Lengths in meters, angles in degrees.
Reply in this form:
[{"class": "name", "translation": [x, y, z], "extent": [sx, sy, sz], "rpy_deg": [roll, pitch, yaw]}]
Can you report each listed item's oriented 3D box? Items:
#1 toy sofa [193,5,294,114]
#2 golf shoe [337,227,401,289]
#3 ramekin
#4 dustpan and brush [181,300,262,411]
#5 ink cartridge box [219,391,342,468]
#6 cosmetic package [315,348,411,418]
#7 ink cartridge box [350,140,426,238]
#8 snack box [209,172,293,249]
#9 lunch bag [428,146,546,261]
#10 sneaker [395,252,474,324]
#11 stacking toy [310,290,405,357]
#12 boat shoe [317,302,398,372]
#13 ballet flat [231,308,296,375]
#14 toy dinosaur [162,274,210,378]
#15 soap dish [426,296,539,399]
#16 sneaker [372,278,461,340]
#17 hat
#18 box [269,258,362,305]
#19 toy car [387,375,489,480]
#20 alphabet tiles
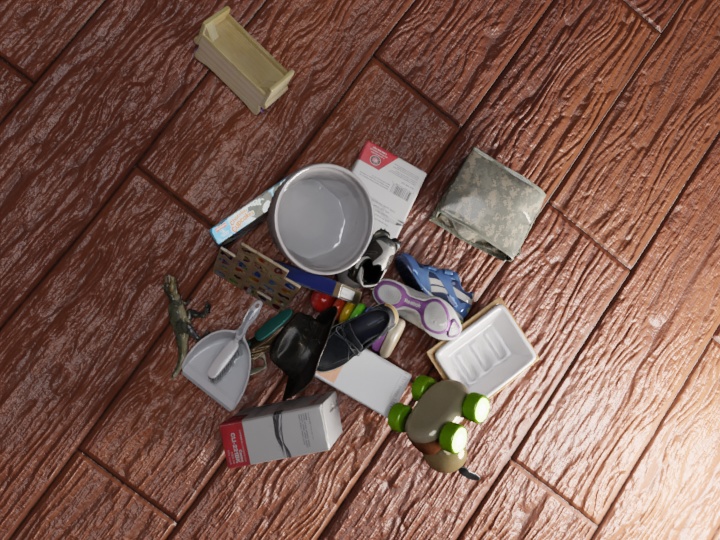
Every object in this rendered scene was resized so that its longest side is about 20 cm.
[{"class": "toy sofa", "translation": [-0.240, -0.427, 1.424], "extent": [0.200, 0.098, 0.083], "rpy_deg": [43, 56, -4]}, {"class": "golf shoe", "translation": [0.000, 0.000, 1.363], "extent": [0.077, 0.200, 0.095], "rpy_deg": [29, 51, -11]}, {"class": "ramekin", "translation": [-0.082, -0.097, 1.302], "extent": [0.197, 0.105, 0.204], "rpy_deg": [-2, 95, -24]}, {"class": "dustpan and brush", "translation": [-0.243, 0.146, 1.328], "extent": [0.139, 0.057, 0.201], "rpy_deg": [33, 79, 14]}, {"class": "ink cartridge box", "translation": [-0.144, 0.298, 1.312], "extent": [0.197, 0.144, 0.085], "rpy_deg": [-14, 88, 8]}, {"class": "cosmetic package", "translation": [-0.008, 0.206, 1.412], "extent": [0.198, 0.071, 0.103], "rpy_deg": [30, 81, -7]}, {"class": "ink cartridge box", "translation": [0.026, -0.139, 1.436], "extent": [0.143, 0.084, 0.202], "rpy_deg": [27, 82, -7]}, {"class": "snack box", "translation": [-0.207, -0.114, 1.379], "extent": [0.199, 0.116, 0.037], "rpy_deg": [-36, 92, -10]}, {"class": "lunch bag", "translation": [0.273, -0.132, 1.462], "extent": [0.198, 0.118, 0.166], "rpy_deg": [30, 81, -1]}, {"class": "sneaker", "translation": [0.156, 0.024, 1.455], "extent": [0.200, 0.074, 0.083], "rpy_deg": [42, 78, -11]}, {"class": "stacking toy", "translation": [-0.011, 0.093, 1.412], "extent": [0.198, 0.085, 0.086], "rpy_deg": [29, 82, 10]}, {"class": "boat shoe", "translation": [-0.016, 0.128, 1.337], "extent": [0.198, 0.062, 0.075], "rpy_deg": [-32, 84, 6]}, {"class": "ballet flat", "translation": [-0.200, 0.159, 1.392], "extent": [0.199, 0.068, 0.073], "rpy_deg": [-36, 112, -10]}, {"class": "toy dinosaur", "translation": [-0.341, 0.106, 1.378], "extent": [0.086, 0.047, 0.204], "rpy_deg": [-7, 87, 5]}, {"class": "soap dish", "translation": [0.252, 0.177, 1.453], "extent": [0.199, 0.081, 0.158], "rpy_deg": [-35, 92, -11]}, {"class": "sneaker", "translation": [0.119, 0.072, 1.422], "extent": [0.198, 0.100, 0.076], "rpy_deg": [31, 93, 3]}, {"class": "hat", "translation": [-0.123, 0.140, 1.315], "extent": [0.080, 0.200, 0.203], "rpy_deg": [31, 82, -15]}, {"class": "box", "translation": [-0.105, 0.017, 1.347], "extent": [0.197, 0.121, 0.033], "rpy_deg": [17, 87, 20]}, {"class": "toy car", "translation": [0.175, 0.335, 1.380], "extent": [0.158, 0.163, 0.202], "rpy_deg": [-43, 125, -30]}, {"class": "alphabet tiles", "translation": [-0.200, 0.010, 1.333], "extent": [0.166, 0.200, 0.008], "rpy_deg": [31, 63, -6]}]
